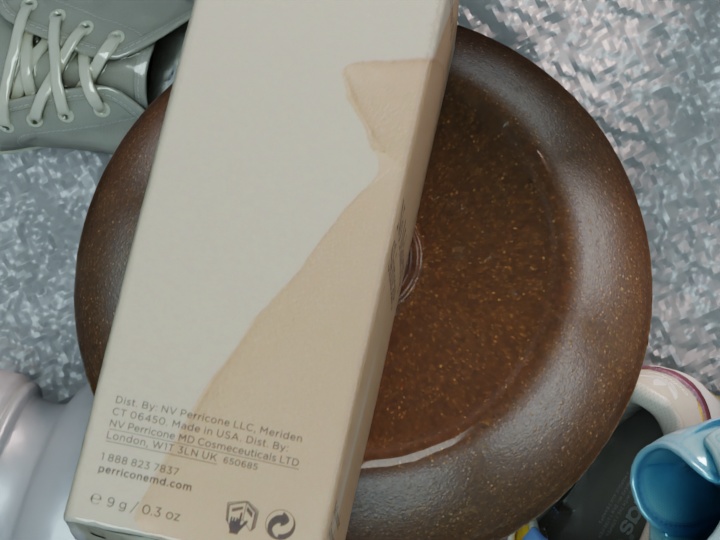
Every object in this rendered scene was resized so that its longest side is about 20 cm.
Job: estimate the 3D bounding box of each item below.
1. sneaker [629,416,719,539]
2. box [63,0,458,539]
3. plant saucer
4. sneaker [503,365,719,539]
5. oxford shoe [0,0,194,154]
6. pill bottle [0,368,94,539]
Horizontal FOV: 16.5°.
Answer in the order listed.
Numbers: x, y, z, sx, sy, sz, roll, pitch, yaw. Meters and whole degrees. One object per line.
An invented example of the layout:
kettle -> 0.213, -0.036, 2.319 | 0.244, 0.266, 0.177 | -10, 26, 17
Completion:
sneaker -> 0.136, 0.067, 0.820 | 0.082, 0.200, 0.074 | 38, 129, -4
box -> -0.027, -0.002, 0.770 | 0.077, 0.095, 0.201 | 12, 76, 5
plant saucer -> 0.000, 0.000, 0.835 | 0.199, 0.037, 0.202 | -1, 73, 2
sneaker -> 0.067, 0.125, 0.877 | 0.075, 0.090, 0.201 | 23, 90, 25
oxford shoe -> -0.105, -0.075, 0.907 | 0.199, 0.058, 0.076 | 9, 95, 5
pill bottle -> -0.062, 0.102, 0.884 | 0.199, 0.112, 0.113 | 17, 94, 4
